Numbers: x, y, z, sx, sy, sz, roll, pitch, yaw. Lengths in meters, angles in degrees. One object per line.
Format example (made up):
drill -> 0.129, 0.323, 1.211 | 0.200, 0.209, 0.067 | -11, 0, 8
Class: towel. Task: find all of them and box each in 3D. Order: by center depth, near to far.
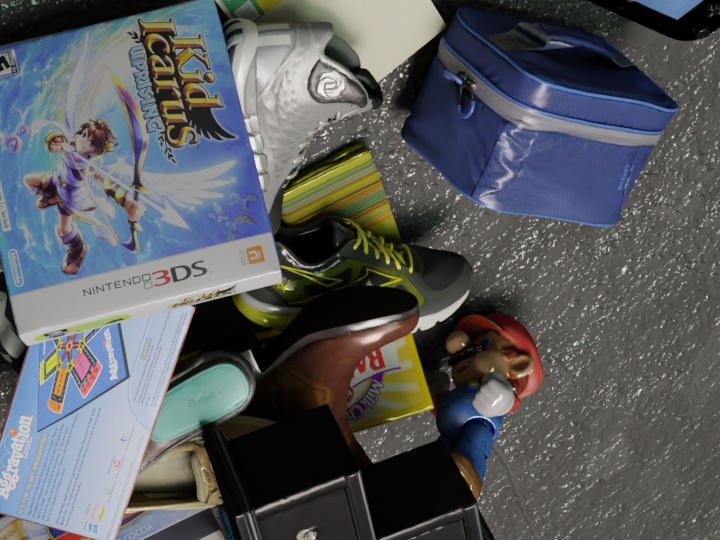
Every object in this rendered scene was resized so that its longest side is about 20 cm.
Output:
towel -> -0.008, -0.013, 1.565 | 0.086, 0.018, 0.200 | -25, 134, -5

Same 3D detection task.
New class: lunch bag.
lunch bag -> 0.137, -0.128, 1.475 | 0.199, 0.136, 0.133 | 5, 120, -42

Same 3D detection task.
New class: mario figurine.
mario figurine -> 0.082, 0.105, 1.619 | 0.200, 0.123, 0.106 | -62, 149, -43

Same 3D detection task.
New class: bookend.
bookend -> 0.004, 0.184, 1.440 | 0.199, 0.092, 0.199 | -19, 133, -9

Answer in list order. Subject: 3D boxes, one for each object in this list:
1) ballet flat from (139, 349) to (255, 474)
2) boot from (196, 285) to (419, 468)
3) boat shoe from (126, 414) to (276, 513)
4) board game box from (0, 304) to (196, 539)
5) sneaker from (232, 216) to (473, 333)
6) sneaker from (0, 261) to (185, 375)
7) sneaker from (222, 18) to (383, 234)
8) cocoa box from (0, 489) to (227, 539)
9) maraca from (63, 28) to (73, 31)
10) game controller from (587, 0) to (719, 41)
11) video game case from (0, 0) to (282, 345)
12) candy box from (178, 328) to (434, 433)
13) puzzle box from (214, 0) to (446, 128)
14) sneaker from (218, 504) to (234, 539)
ballet flat -> -0.171, 0.115, 1.424 | 0.199, 0.073, 0.073 | -26, 133, -2
boot -> -0.010, 0.124, 1.492 | 0.188, 0.069, 0.201 | -23, 113, 6
boat shoe -> -0.144, 0.157, 1.462 | 0.200, 0.063, 0.073 | -1, 122, 2
board game box -> -0.194, 0.094, 1.348 | 0.103, 0.019, 0.201 | 17, 111, -11
sneaker -> 0.000, 0.000, 1.513 | 0.199, 0.075, 0.085 | -5, 130, -20
sneaker -> -0.199, 0.057, 1.421 | 0.199, 0.130, 0.080 | 29, 107, -42
sneaker -> -0.039, -0.102, 1.403 | 0.115, 0.075, 0.200 | -7, 138, -5
cocoa box -> -0.207, 0.249, 1.539 | 0.199, 0.131, 0.134 | -26, 155, -12
maraca -> -0.172, -0.076, 1.360 | 0.137, 0.107, 0.200 | -37, 109, -8
game controller -> 0.236, -0.238, 1.507 | 0.199, 0.042, 0.104 | 15, 149, -39
video game case -> -0.162, -0.069, 1.288 | 0.181, 0.201, 0.045 | -14, 171, -5
candy box -> -0.047, 0.093, 1.561 | 0.199, 0.026, 0.103 | -16, 88, -14
puzzle box -> -0.033, -0.208, 1.394 | 0.133, 0.025, 0.200 | -38, 134, 0
sneaker -> -0.049, 0.242, 1.606 | 0.081, 0.200, 0.077 | -20, 122, -19
